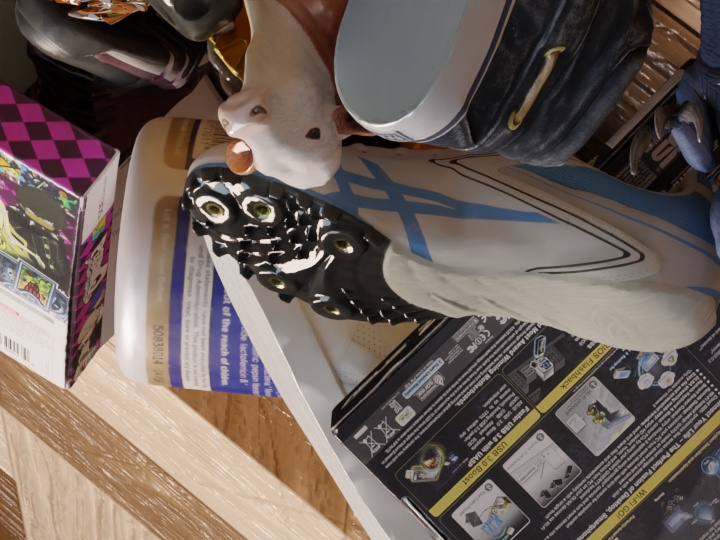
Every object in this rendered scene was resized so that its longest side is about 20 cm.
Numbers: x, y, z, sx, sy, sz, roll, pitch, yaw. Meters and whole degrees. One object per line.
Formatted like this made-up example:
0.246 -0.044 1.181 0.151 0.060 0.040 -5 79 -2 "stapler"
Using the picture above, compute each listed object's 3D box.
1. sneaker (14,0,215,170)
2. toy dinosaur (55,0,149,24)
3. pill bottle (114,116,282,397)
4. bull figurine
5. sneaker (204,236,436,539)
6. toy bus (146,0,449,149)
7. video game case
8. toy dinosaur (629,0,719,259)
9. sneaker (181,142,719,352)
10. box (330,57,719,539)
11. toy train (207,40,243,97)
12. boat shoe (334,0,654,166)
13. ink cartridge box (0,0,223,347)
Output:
-0.126 -0.076 1.351 0.076 0.116 0.200 42 -168 12 "sneaker"
-0.176 -0.155 1.174 0.199 0.103 0.136 3 154 -8 "toy dinosaur"
0.000 0.000 1.267 0.199 0.116 0.116 6 155 2 "pill bottle"
0.007 -0.116 1.018 0.065 0.200 0.122 -1 119 51 "bull figurine"
0.026 0.031 1.187 0.200 0.115 0.074 58 172 -5 "sneaker"
-0.008 -0.115 1.170 0.200 0.136 0.192 47 176 -3 "toy bus"
-0.205 -0.046 1.372 0.199 0.036 0.182 31 151 10 "video game case"
0.129 -0.045 1.041 0.200 0.105 0.182 100 151 -65 "toy dinosaur"
0.034 -0.019 1.060 0.199 0.073 0.072 10 150 -12 "sneaker"
0.112 0.045 1.127 0.161 0.200 0.049 44 -176 -4 "box"
-0.029 -0.064 1.377 0.200 0.084 0.116 58 174 -17 "toy train"
0.066 -0.130 0.958 0.091 0.201 0.071 11 -162 -46 "boat shoe"
-0.178 -0.086 1.493 0.146 0.146 0.200 18 147 49 "ink cartridge box"
